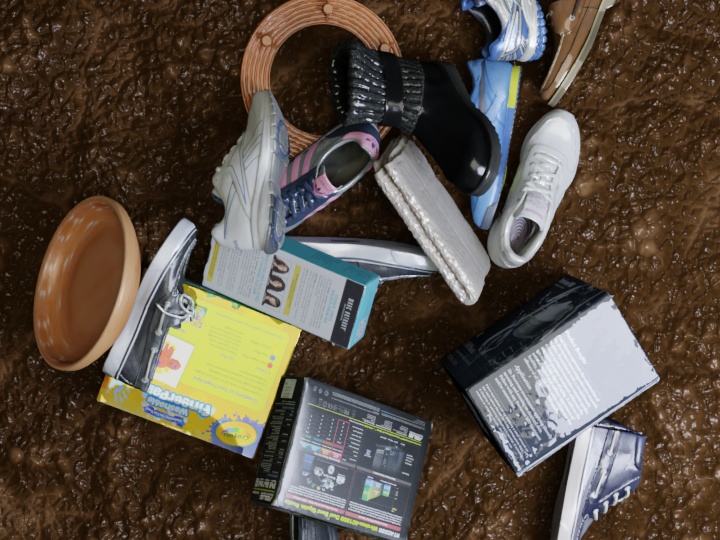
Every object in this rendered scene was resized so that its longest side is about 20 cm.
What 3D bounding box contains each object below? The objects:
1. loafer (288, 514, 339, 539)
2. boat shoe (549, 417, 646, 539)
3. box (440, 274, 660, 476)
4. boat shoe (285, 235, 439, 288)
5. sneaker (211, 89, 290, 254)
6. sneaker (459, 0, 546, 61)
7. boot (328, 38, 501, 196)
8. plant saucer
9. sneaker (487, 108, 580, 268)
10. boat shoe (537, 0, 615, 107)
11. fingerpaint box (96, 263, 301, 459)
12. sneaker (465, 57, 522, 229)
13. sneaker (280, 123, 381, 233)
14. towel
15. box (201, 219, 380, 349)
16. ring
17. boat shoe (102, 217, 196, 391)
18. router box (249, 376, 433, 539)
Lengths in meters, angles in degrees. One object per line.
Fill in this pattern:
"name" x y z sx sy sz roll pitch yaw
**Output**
"loafer" -0.074 0.271 1.683 0.069 0.068 0.203 -13 101 -13
"boat shoe" 0.293 0.279 1.717 0.091 0.075 0.203 12 95 1
"box" 0.216 0.116 1.628 0.195 0.200 0.125 -32 98 -2
"boat shoe" 0.000 0.000 1.659 0.197 0.072 0.069 4 99 -1
"sneaker" -0.128 -0.117 1.592 0.086 0.075 0.203 -1 67 12
"sneaker" 0.156 -0.339 1.623 0.084 0.077 0.203 -15 92 -16
"boot" 0.056 -0.171 1.574 0.156 0.212 0.080 6 130 -33
"plant saucer" -0.307 0.016 1.583 0.037 0.199 0.202 18 95 -39
"sneaker" 0.217 -0.093 1.656 0.074 0.100 0.202 20 93 -5
"boat shoe" 0.250 -0.295 1.657 0.067 0.072 0.202 27 84 -3
"fingerpaint box" -0.189 0.106 1.650 0.198 0.073 0.169 20 93 -5
"sneaker" 0.143 -0.152 1.664 0.077 0.066 0.203 8 95 4
"sneaker" -0.059 -0.101 1.625 0.200 0.082 0.070 -42 108 12
"towel" 0.085 -0.060 1.629 0.034 0.133 0.201 -31 100 21
"box" -0.082 0.011 1.616 0.198 0.049 0.083 23 113 15
"ring" -0.044 -0.227 1.655 0.197 0.019 0.203 -1 97 -6
"boat shoe" -0.220 0.042 1.567 0.067 0.074 0.201 26 93 -1
"router box" -0.020 0.224 1.632 0.198 0.062 0.152 23 74 -32
